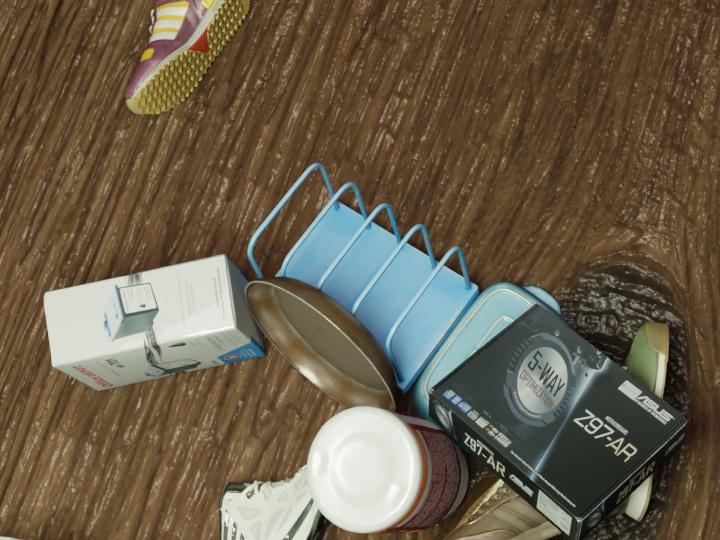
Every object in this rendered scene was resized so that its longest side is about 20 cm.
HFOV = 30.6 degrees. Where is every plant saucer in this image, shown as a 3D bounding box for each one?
[{"bbox_3d":[-0.035,0.073,1.338,0.199,0.201,0.032,34,68,17],"label":"plant saucer"}]

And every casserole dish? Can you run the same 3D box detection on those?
[{"bbox_3d":[0.137,0.098,1.383,0.121,0.039,0.201,36,83,18],"label":"casserole dish"}]

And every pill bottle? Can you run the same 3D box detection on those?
[{"bbox_3d":[0.034,0.196,1.276,0.113,0.200,0.116,-4,78,20],"label":"pill bottle"}]

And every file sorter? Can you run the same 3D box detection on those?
[{"bbox_3d":[0.000,0.000,1.371,0.199,0.123,0.139,32,73,24],"label":"file sorter"}]

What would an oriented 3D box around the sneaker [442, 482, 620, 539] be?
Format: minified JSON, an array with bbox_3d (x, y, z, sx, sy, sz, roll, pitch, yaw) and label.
[{"bbox_3d":[0.149,0.233,1.271,0.198,0.071,0.076,-17,71,-12],"label":"sneaker"}]

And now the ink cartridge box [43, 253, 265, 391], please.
[{"bbox_3d":[-0.215,0.058,1.395,0.197,0.147,0.087,-13,73,6],"label":"ink cartridge box"}]

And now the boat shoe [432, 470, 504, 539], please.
[{"bbox_3d":[0.143,0.251,1.326,0.072,0.072,0.200,42,79,-2],"label":"boat shoe"}]

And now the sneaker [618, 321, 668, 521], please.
[{"bbox_3d":[0.257,0.145,1.331,0.089,0.067,0.203,9,78,6],"label":"sneaker"}]

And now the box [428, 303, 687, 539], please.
[{"bbox_3d":[0.188,0.143,1.269,0.160,0.044,0.200,-35,56,-25],"label":"box"}]

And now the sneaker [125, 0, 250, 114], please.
[{"bbox_3d":[-0.219,-0.271,1.541,0.090,0.075,0.201,33,75,25],"label":"sneaker"}]

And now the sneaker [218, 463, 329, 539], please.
[{"bbox_3d":[-0.081,0.225,1.354,0.114,0.076,0.202,29,87,16],"label":"sneaker"}]

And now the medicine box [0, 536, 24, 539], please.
[{"bbox_3d":[-0.400,0.360,1.323,0.198,0.103,0.185,-3,71,35],"label":"medicine box"}]
